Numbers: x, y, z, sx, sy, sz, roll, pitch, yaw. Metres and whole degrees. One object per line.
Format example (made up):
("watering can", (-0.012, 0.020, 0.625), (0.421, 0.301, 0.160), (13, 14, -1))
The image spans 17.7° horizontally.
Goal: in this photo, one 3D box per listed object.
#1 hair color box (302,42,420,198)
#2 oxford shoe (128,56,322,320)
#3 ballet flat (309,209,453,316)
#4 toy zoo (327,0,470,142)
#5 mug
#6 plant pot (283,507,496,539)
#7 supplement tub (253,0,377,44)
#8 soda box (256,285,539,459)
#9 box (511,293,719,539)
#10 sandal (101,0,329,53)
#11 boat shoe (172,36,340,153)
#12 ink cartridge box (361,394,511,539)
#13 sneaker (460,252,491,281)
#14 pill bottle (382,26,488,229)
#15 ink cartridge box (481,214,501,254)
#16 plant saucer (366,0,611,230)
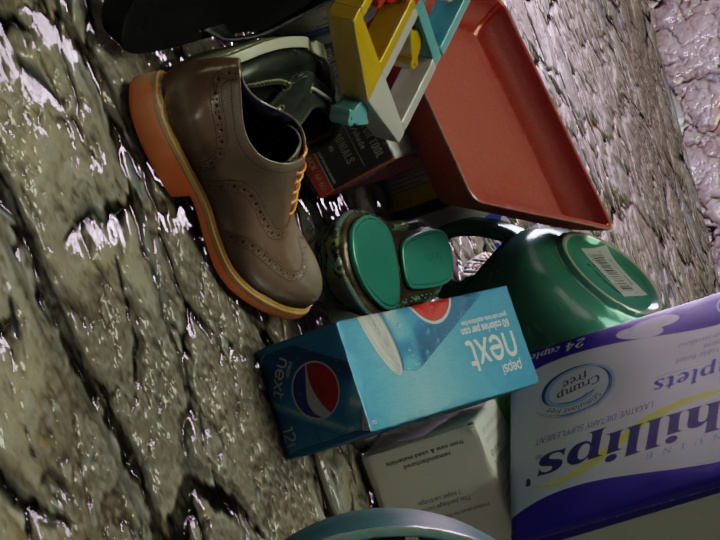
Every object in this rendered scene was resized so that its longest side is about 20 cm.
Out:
("hair color box", (-0.003, -0.117, 1.586), (0.111, 0.064, 0.200), (62, 14, 1))
("oxford shoe", (-0.057, -0.043, 1.309), (0.200, 0.072, 0.072), (56, 21, -47))
("ballet flat", (0.000, 0.000, 1.481), (0.200, 0.074, 0.075), (9, 64, -69))
("toy zoo", (0.030, -0.173, 1.447), (0.201, 0.020, 0.131), (-64, 155, -24))
("mug", (0.133, 0.035, 1.632), (0.184, 0.115, 0.152), (29, 26, -16))
("plant pot", (0.012, 0.199, 1.085), (0.188, 0.199, 0.201), (-112, -178, -83))
("supplement tub", (-0.060, -0.229, 1.404), (0.200, 0.131, 0.133), (41, 34, -64))
("soda box", (0.026, 0.059, 1.396), (0.200, 0.064, 0.068), (-10, 81, -57))
("box", (0.197, 0.123, 1.457), (0.200, 0.183, 0.105), (-85, 153, -57))
("sandal", (-0.060, -0.156, 1.306), (0.200, 0.076, 0.043), (-25, 57, -41))
("boat shoe", (-0.056, -0.104, 1.390), (0.200, 0.071, 0.068), (-3, 82, -75))
("ink cartridge box", (0.084, 0.188, 1.522), (0.145, 0.083, 0.201), (-38, 109, -74))
("sneaker", (0.123, 0.078, 1.854), (0.088, 0.075, 0.201), (99, -20, -49))
("pill bottle", (0.052, -0.133, 1.732), (0.111, 0.111, 0.201), (-23, 94, -75))
("ink cartridge box", (0.078, -0.102, 1.857), (0.201, 0.037, 0.095), (61, 15, 2))
("plant saucer", (0.076, -0.114, 1.590), (0.199, 0.037, 0.201), (9, 53, -57))
